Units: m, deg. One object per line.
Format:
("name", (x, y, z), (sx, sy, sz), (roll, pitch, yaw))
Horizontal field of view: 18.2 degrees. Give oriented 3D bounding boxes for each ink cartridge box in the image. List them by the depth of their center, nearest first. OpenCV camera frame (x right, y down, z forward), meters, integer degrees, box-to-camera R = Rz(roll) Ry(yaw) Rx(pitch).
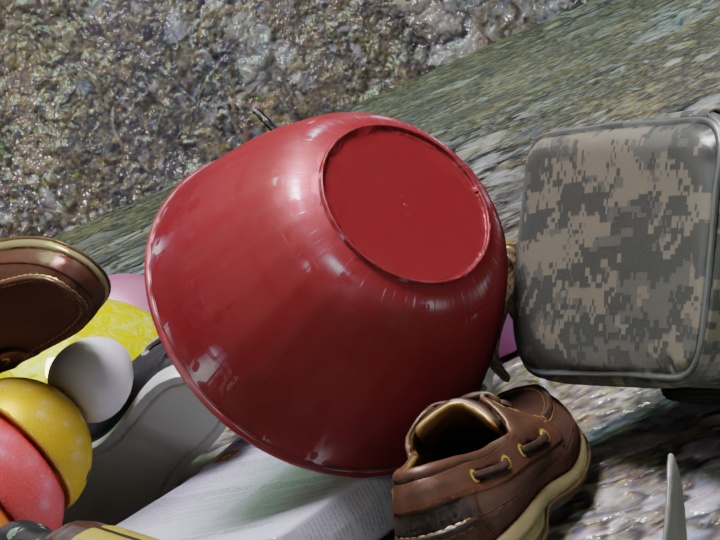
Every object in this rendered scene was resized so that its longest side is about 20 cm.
("ink cartridge box", (-0.049, 0.132, 1.231), (0.200, 0.041, 0.200), (-15, 12, 42))

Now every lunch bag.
("lunch bag", (0.192, -0.002, 1.119), (0.168, 0.139, 0.200), (4, -3, -25))

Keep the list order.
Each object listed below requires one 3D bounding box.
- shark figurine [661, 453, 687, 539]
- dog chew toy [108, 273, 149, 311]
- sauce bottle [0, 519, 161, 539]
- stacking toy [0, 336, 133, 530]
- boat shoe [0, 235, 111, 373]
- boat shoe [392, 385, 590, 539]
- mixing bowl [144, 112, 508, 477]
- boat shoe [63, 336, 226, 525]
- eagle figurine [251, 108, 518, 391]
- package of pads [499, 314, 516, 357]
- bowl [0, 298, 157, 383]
("shark figurine", (0.034, 0.146, 0.834), (0.214, 0.090, 0.128), (-24, 11, 5))
("dog chew toy", (-0.173, 0.063, 1.685), (0.124, 0.125, 0.200), (-23, 2, -1))
("sauce bottle", (-0.124, 0.159, 1.118), (0.065, 0.065, 0.200), (-28, 19, -29))
("stacking toy", (-0.200, 0.109, 1.269), (0.200, 0.146, 0.146), (-46, 19, -25))
("boat shoe", (-0.220, 0.036, 1.284), (0.200, 0.072, 0.068), (-18, 37, 41))
("boat shoe", (0.061, 0.090, 1.078), (0.072, 0.068, 0.200), (-20, 10, 20))
("mixing bowl", (0.001, -0.007, 1.155), (0.200, 0.200, 0.108), (-31, -12, -42))
("boat shoe", (-0.138, 0.098, 1.368), (0.200, 0.074, 0.060), (-48, 22, 40))
("eagle figurine", (0.001, -0.007, 1.324), (0.200, 0.151, 0.152), (12, 0, 21))
("package of pads", (-0.001, 0.030, 1.438), (0.200, 0.121, 0.076), (-24, 9, -11))
("bowl", (-0.208, 0.076, 1.455), (0.200, 0.108, 0.200), (-33, -18, -12))
